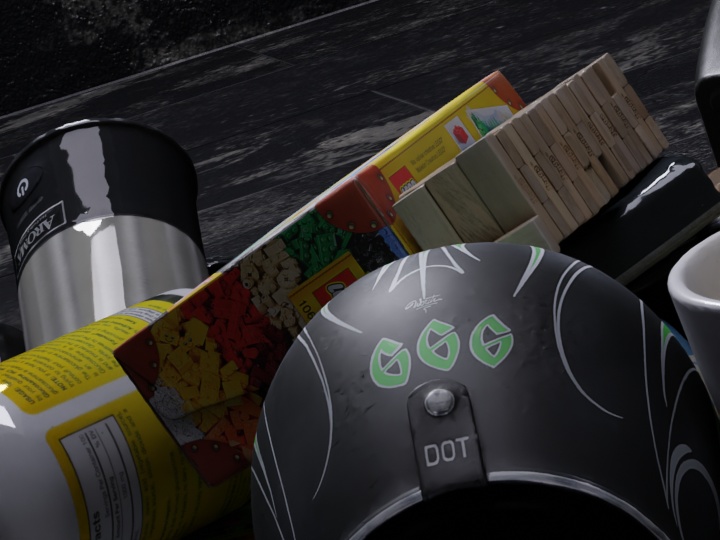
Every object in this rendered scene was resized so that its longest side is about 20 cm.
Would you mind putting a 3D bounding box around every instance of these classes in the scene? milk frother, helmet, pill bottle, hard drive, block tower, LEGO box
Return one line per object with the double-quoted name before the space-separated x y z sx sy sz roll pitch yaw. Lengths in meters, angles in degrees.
"milk frother" -0.108 0.046 1.407 0.200 0.181 0.188 9 42 -22
"helmet" 0.050 0.086 0.932 0.200 0.200 0.191 -14 30 7
"pill bottle" -0.137 0.090 1.156 0.200 0.113 0.112 -24 15 -40
"hard drive" 0.071 0.017 1.129 0.200 0.033 0.140 -37 2 1
"block tower" 0.077 -0.043 1.072 0.054 0.058 0.200 -34 3 26
"LEGO box" 0.000 0.000 1.123 0.149 0.077 0.200 -35 3 26

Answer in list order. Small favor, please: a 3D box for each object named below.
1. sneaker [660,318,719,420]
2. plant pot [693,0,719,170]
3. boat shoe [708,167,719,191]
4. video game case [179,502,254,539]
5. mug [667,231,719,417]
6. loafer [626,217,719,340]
"sneaker" 0.062 0.078 1.099 0.200 0.073 0.072 -22 15 10
"plant pot" 0.290 -0.086 1.339 0.199 0.200 0.177 -6 22 36
"boat shoe" 0.204 -0.019 1.261 0.072 0.072 0.200 -37 3 -35
"video game case" -0.104 0.148 1.187 0.200 0.023 0.182 -14 13 12
"mug" 0.220 0.052 0.908 0.186 0.154 0.149 -17 13 -9
"loafer" 0.139 0.029 1.154 0.201 0.068 0.070 -44 3 24
